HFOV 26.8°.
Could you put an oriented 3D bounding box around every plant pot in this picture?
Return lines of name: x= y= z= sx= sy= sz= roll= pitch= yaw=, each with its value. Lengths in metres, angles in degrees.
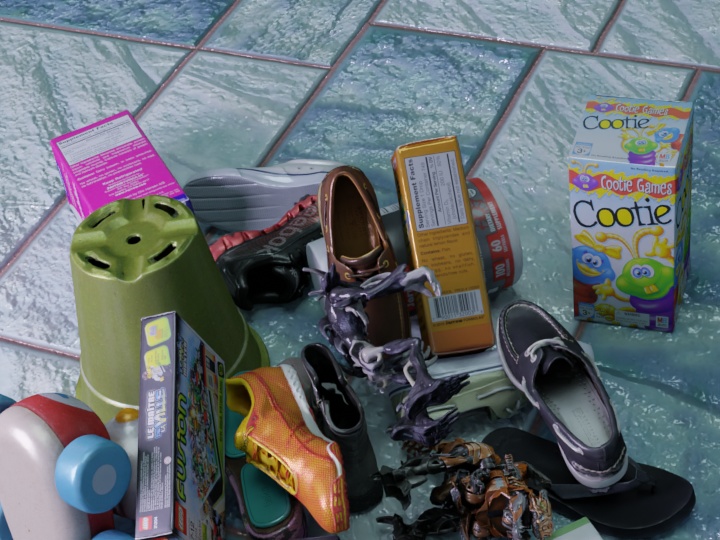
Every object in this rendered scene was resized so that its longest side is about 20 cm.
plant pot: x=-0.198 y=0.036 z=1.450 sx=0.197 sy=0.192 sz=0.201 roll=-5 pitch=40 yaw=4

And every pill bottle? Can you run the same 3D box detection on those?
pill bottle: x=0.053 y=-0.012 z=1.514 sx=0.198 sy=0.117 sz=0.116 roll=-19 pitch=41 yaw=-10

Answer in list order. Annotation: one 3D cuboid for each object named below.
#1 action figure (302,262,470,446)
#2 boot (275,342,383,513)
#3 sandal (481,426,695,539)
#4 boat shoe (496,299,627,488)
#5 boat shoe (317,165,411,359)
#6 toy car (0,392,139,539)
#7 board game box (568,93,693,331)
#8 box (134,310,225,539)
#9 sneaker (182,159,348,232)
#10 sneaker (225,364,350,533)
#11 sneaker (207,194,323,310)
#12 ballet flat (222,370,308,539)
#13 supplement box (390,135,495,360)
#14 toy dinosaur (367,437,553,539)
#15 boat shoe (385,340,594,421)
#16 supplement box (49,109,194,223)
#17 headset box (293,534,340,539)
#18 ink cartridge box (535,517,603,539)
action figure: x=0.027 y=0.060 z=1.336 sx=0.101 sy=0.120 sz=0.201 roll=-21 pitch=49 yaw=-19
boot: x=-0.032 y=0.112 z=1.376 sx=0.067 sy=0.132 sz=0.200 roll=-20 pitch=42 yaw=-14
sandal: x=0.192 y=0.181 z=1.321 sx=0.198 sy=0.043 sz=0.076 roll=12 pitch=45 yaw=23
boat shoe: x=0.173 y=0.096 z=1.325 sx=0.073 sy=0.061 sz=0.201 roll=-20 pitch=53 yaw=-2
boat shoe: x=0.000 y=-0.001 z=1.416 sx=0.071 sy=0.203 sz=0.068 roll=-14 pitch=-5 yaw=0
toy car: x=-0.219 y=0.167 z=1.336 sx=0.183 sy=0.179 sz=0.199 roll=13 pitch=31 yaw=41
board game box: x=0.262 y=-0.054 z=1.457 sx=0.104 sy=0.202 sz=0.104 roll=7 pitch=42 yaw=19
box: x=-0.152 y=0.150 z=1.295 sx=0.034 sy=0.110 sz=0.202 roll=-12 pitch=60 yaw=15
sneaker: x=-0.097 y=-0.086 z=1.675 sx=0.197 sy=0.074 sz=0.071 roll=3 pitch=26 yaw=5
sneaker: x=-0.062 y=0.157 z=1.279 sx=0.076 sy=0.074 sz=0.200 roll=-14 pitch=35 yaw=-19
sneaker: x=-0.066 y=-0.018 z=1.579 sx=0.199 sy=0.071 sz=0.098 roll=-26 pitch=43 yaw=-15
ballet flat: x=-0.087 y=0.180 z=1.354 sx=0.068 sy=0.072 sz=0.201 roll=-19 pitch=42 yaw=-2
supplement box: x=0.076 y=-0.020 z=1.426 sx=0.068 sy=0.067 sz=0.203 roll=-7 pitch=82 yaw=-6
toy dinosaur: x=0.086 y=0.193 z=1.302 sx=0.134 sy=0.103 sz=0.200 roll=-21 pitch=4 yaw=-20
boat shoe: x=0.123 y=0.110 z=1.411 sx=0.197 sy=0.072 sz=0.063 roll=-10 pitch=74 yaw=-1
supplement box: x=-0.256 y=-0.074 z=1.655 sx=0.102 sy=0.102 sz=0.200 roll=-22 pitch=41 yaw=-14
headset box: x=-0.089 y=0.312 z=1.186 sx=0.172 sy=0.094 sz=0.201 roll=-7 pitch=40 yaw=2
ink cartridge box: x=0.167 y=0.299 z=1.186 sx=0.144 sy=0.048 sz=0.200 roll=-21 pitch=42 yaw=-13
